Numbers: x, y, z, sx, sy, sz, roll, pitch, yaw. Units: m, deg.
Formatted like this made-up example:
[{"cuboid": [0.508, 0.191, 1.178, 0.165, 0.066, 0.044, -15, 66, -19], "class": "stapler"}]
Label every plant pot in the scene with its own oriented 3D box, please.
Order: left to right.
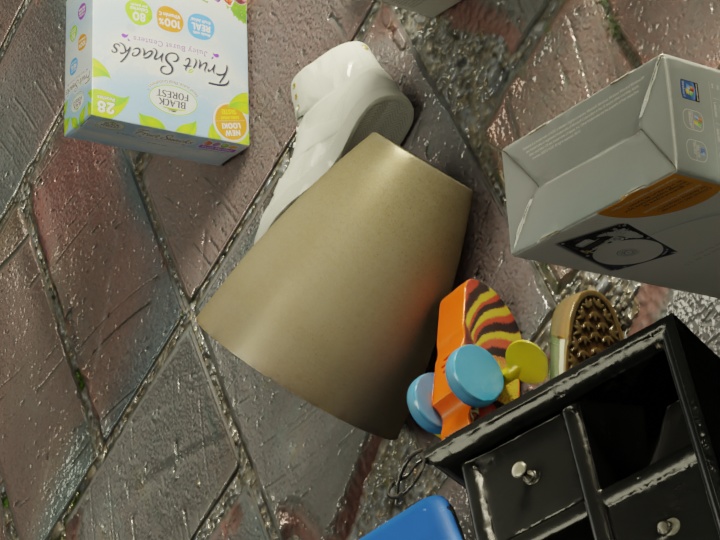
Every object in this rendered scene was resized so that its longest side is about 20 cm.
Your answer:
[{"cuboid": [0.000, 0.000, 1.671, 0.201, 0.187, 0.187, -59, 36, 5], "class": "plant pot"}]

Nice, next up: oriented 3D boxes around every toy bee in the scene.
[{"cuboid": [0.087, 0.111, 1.576, 0.131, 0.108, 0.201, -19, 41, 61], "class": "toy bee"}]

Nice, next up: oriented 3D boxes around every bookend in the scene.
[{"cuboid": [0.158, 0.166, 1.341, 0.199, 0.092, 0.200, -30, 46, 23], "class": "bookend"}]

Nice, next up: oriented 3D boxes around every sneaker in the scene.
[{"cuboid": [-0.036, -0.102, 1.832, 0.200, 0.073, 0.116, -52, 40, 21], "class": "sneaker"}, {"cuboid": [0.141, 0.120, 1.500, 0.090, 0.067, 0.202, -20, 67, 46], "class": "sneaker"}]

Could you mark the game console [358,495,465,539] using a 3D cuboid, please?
[{"cuboid": [0.038, 0.296, 1.541, 0.170, 0.118, 0.200, -33, 36, 8], "class": "game console"}]

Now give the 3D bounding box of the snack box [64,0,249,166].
[{"cuboid": [-0.191, -0.213, 1.999, 0.068, 0.168, 0.201, -26, 61, 54], "class": "snack box"}]

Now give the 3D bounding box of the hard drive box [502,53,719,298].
[{"cuboid": [0.214, -0.052, 1.322, 0.156, 0.199, 0.077, -29, 58, 50], "class": "hard drive box"}]

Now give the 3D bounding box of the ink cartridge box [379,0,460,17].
[{"cuboid": [0.047, -0.269, 1.652, 0.200, 0.175, 0.045, -25, 61, 50], "class": "ink cartridge box"}]
